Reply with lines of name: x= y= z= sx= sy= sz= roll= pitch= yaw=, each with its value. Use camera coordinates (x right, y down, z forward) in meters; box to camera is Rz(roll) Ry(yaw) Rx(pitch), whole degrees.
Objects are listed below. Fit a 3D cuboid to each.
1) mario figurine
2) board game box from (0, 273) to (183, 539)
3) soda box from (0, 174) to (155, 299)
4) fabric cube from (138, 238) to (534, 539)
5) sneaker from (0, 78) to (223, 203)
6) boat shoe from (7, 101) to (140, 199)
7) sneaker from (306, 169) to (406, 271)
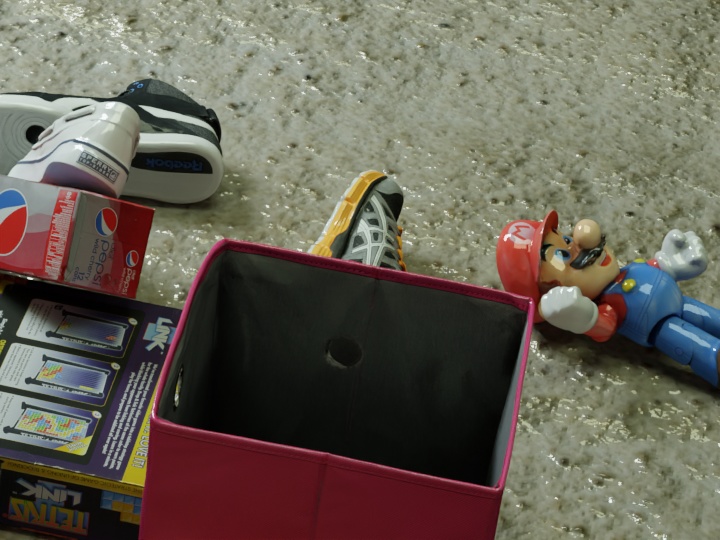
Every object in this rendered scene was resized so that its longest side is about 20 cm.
mario figurine: x=0.193 y=0.008 z=1.699 sx=0.199 sy=0.106 sz=0.123 roll=22 pitch=-1 yaw=5
board game box: x=-0.191 y=0.087 z=1.530 sx=0.165 sy=0.057 sz=0.200 roll=13 pitch=32 yaw=2
soda box: x=-0.232 y=-0.030 z=1.617 sx=0.200 sy=0.064 sz=0.070 roll=12 pitch=-2 yaw=44
fabric cube: x=-0.018 y=0.128 z=1.379 sx=0.199 sy=0.200 sz=0.196 roll=11 pitch=33 yaw=3
sneaker: x=-0.205 y=-0.108 z=1.823 sx=0.199 sy=0.073 sz=0.112 roll=12 pitch=28 yaw=-12
boat shoe: x=-0.195 y=-0.076 z=1.683 sx=0.073 sy=0.066 sz=0.200 roll=32 pitch=-16 yaw=-19
sneaker: x=0.000 y=0.000 z=1.708 sx=0.077 sy=0.078 sz=0.200 roll=26 pitch=37 yaw=1
